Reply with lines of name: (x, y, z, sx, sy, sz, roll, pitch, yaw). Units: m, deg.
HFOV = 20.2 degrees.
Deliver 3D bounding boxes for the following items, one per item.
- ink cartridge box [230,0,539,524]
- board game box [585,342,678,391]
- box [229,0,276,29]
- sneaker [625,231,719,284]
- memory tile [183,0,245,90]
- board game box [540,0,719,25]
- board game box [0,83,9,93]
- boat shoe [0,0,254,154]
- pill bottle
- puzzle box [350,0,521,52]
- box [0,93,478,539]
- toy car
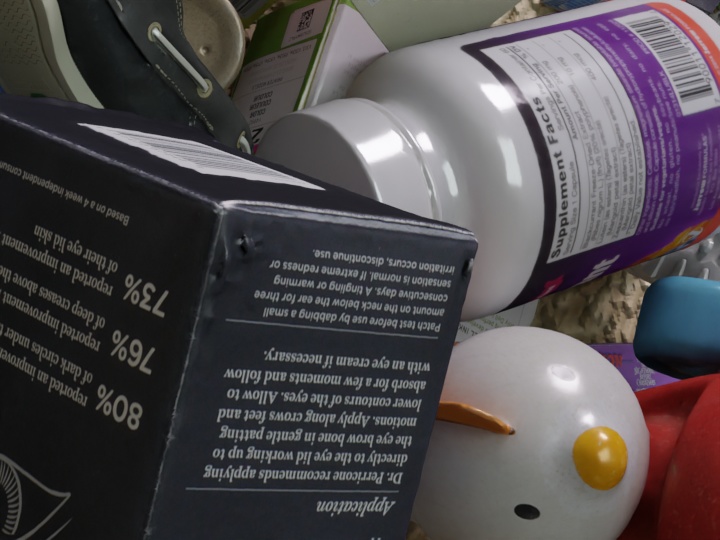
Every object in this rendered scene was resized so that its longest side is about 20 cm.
ink cartridge box: (0.000, 0.000, 0.885, 0.148, 0.076, 0.201, 30, 68, -30)
board game box: (0.152, 0.095, 1.010, 0.199, 0.032, 0.121, 1, 83, -39)
box: (-0.041, -0.204, 0.894, 0.050, 0.075, 0.201, 24, 64, -20)
sneaker: (0.159, -0.018, 0.940, 0.080, 0.200, 0.076, 39, 89, -26)
memory tile: (-0.117, -0.164, 0.780, 0.199, 0.017, 0.154, 25, 93, -3)
board game box: (0.190, -0.167, 1.079, 0.200, 0.062, 0.200, 51, 55, -17)
board game box: (-0.212, -0.111, 0.743, 0.158, 0.039, 0.200, -36, 88, -29)
boat shoe: (-0.099, -0.094, 0.708, 0.068, 0.072, 0.200, -48, 130, -23)
pill bottle: (0.059, -0.042, 0.817, 0.199, 0.111, 0.112, -17, 90, -37)
puzzle box: (0.033, -0.162, 0.764, 0.025, 0.133, 0.200, 55, 4, 31)
box: (-0.069, 0.061, 0.621, 0.104, 0.148, 0.201, 6, 102, -43)
toy car: (0.091, 0.076, 0.754, 0.199, 0.177, 0.185, 20, 79, -28)
